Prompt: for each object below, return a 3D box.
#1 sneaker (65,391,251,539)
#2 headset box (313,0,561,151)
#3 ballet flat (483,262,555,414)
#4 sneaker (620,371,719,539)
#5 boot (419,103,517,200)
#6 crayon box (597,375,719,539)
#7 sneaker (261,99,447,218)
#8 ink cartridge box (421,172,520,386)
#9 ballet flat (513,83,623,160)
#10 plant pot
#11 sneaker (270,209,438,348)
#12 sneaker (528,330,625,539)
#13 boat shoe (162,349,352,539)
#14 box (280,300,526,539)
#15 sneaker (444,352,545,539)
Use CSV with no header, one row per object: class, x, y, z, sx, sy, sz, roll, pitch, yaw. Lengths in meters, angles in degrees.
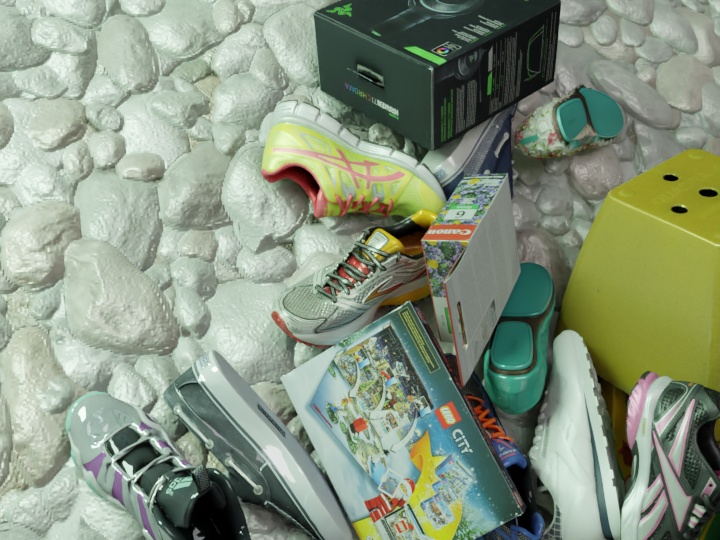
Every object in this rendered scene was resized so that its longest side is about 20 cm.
sneaker,-0.147,0.160,0.754,0.200,0.140,0.078,47,60,3
headset box,0.071,-0.223,0.992,0.199,0.094,0.174,-31,47,-28
ballet flat,0.151,0.068,0.947,0.066,0.071,0.201,4,30,13
sneaker,0.275,0.191,0.841,0.080,0.085,0.203,-8,97,-54
boot,0.134,-0.128,1.042,0.091,0.072,0.201,50,54,-20
crayon box,0.287,0.185,0.964,0.125,0.051,0.202,16,62,-14
sneaker,-0.009,-0.081,0.960,0.198,0.078,0.091,26,69,-2
ink cartridge box,0.095,0.003,0.896,0.050,0.110,0.200,1,31,25
ballet flat,0.225,-0.161,1.074,0.199,0.063,0.077,-16,88,-54
plant pot,0.322,0.003,0.934,0.199,0.178,0.199,-26,39,-28
sneaker,0.000,0.000,0.907,0.199,0.083,0.078,-29,54,-31
sneaker,0.191,0.152,0.906,0.076,0.080,0.202,42,39,-54
boat shoe,-0.087,0.163,0.823,0.068,0.072,0.201,-38,100,3
box,0.035,0.148,0.849,0.136,0.038,0.202,-30,78,9
sneaker,0.117,0.166,0.891,0.075,0.078,0.202,-17,75,-27
